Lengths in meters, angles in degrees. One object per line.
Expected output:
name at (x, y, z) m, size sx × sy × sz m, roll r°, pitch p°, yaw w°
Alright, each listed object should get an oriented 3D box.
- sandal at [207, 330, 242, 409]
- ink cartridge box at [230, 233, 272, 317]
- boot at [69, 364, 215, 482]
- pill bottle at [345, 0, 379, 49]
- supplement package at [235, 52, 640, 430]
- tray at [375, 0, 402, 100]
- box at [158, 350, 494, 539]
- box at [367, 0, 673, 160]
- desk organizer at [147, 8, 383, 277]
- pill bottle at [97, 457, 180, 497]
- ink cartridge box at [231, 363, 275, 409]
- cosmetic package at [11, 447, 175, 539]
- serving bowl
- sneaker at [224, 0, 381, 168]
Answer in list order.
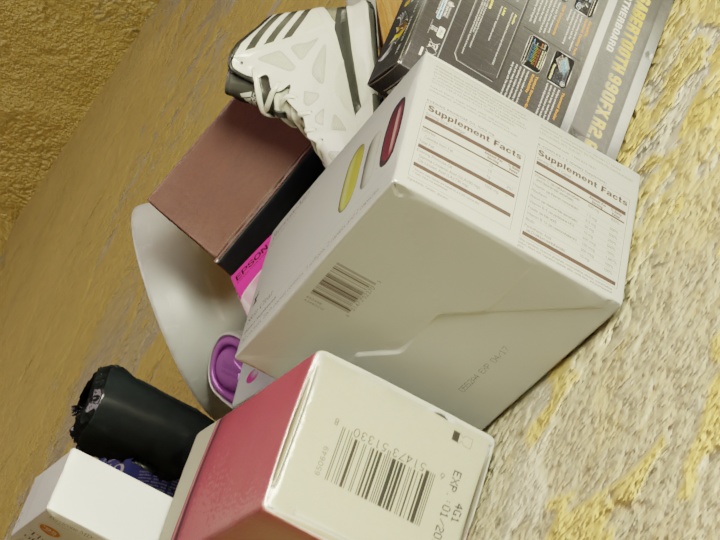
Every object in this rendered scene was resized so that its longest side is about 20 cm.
sandal at (-0.076, 0.093, 1.574) m, size 0.202 × 0.050 × 0.083 m, roll 10°, pitch 96°, yaw 59°
ink cartridge box at (-0.042, 0.003, 1.470) m, size 0.095 × 0.037 × 0.200 m, roll -46°, pitch 25°, yaw 9°
boot at (-0.135, 0.139, 1.541) m, size 0.077 × 0.168 × 0.200 m, roll -64°, pitch 15°, yaw -2°
pill bottle at (0.066, -0.266, 1.674) m, size 0.114 × 0.114 × 0.200 m, roll -50°, pitch 10°, yaw 38°
supplement package at (0.044, -0.003, 1.223) m, size 0.200 × 0.156 × 0.111 m, roll -47°, pitch 20°, yaw 44°
tray at (0.039, -0.111, 1.462) m, size 0.200 × 0.037 × 0.099 m, roll -96°, pitch 0°, yaw -55°
box at (-0.028, 0.146, 1.253) m, size 0.200 × 0.128 × 0.109 m, roll -38°, pitch 29°, yaw 58°
box at (0.112, -0.166, 1.287) m, size 0.048 × 0.158 × 0.200 m, roll -26°, pitch 39°, yaw 62°
desk organizer at (-0.069, -0.099, 1.590) m, size 0.200 × 0.077 × 0.072 m, roll -50°, pitch -13°, yaw -2°
pill bottle at (-0.173, 0.220, 1.636) m, size 0.112 × 0.112 × 0.200 m, roll -52°, pitch 18°, yaw 33°
ink cartridge box at (0.000, 0.000, 1.492) m, size 0.200 × 0.043 × 0.197 m, roll -33°, pitch 29°, yaw 33°
cosmetic package at (-0.125, 0.192, 1.352) m, size 0.083 × 0.200 × 0.051 m, roll -39°, pitch 26°, yaw 56°
serving bowl at (-0.126, 0.026, 1.748) m, size 0.066 × 0.200 × 0.200 m, roll -21°, pitch 23°, yaw 5°
sneaker at (-0.041, -0.107, 1.489) m, size 0.076 × 0.115 × 0.201 m, roll 85°, pitch -179°, yaw -57°
